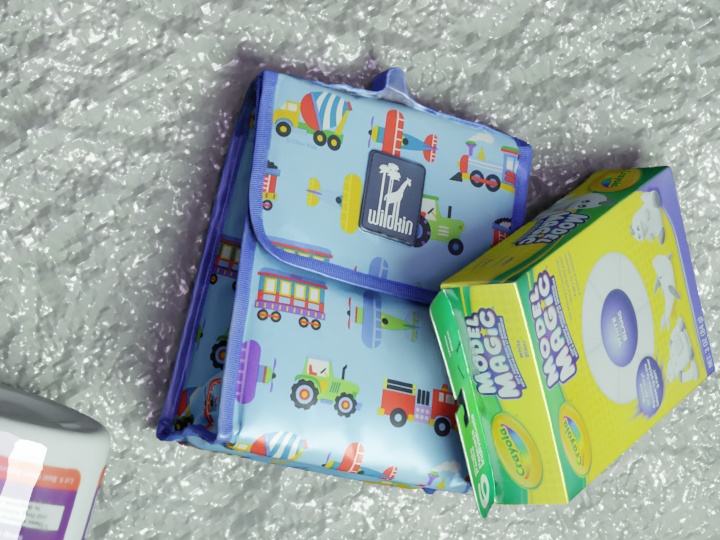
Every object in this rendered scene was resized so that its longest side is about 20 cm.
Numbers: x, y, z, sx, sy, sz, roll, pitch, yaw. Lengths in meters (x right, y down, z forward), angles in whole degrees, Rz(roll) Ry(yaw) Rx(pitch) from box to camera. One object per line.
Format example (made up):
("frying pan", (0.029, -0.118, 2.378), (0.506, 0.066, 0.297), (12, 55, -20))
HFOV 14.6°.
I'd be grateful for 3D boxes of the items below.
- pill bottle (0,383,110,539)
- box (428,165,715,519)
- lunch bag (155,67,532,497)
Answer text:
("pill bottle", (-0.195, 0.155, 1.313), (0.111, 0.111, 0.200), (15, 94, -22))
("box", (0.103, 0.033, 1.375), (0.200, 0.048, 0.118), (-34, 114, -50))
("lunch bag", (0.000, 0.000, 1.381), (0.150, 0.094, 0.200), (12, 83, -22))
